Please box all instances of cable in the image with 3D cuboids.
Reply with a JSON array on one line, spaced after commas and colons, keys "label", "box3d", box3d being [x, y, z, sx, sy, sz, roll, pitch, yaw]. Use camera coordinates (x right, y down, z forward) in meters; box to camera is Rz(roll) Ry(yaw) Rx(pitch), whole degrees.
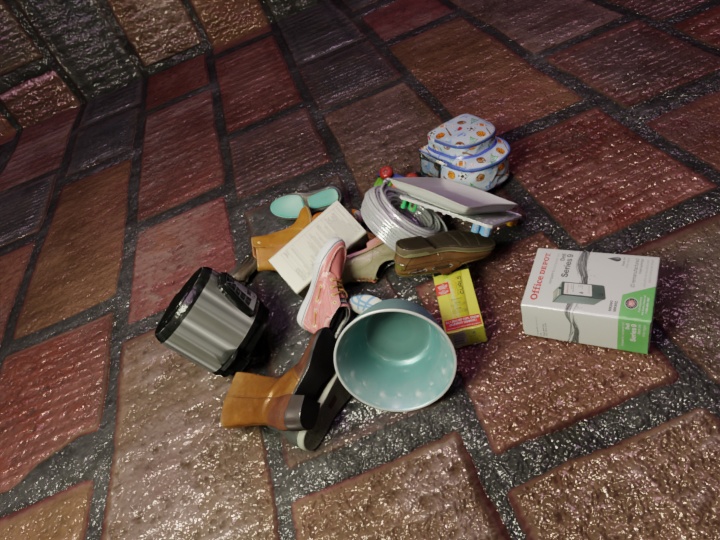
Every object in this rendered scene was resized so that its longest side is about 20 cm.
[{"label": "cable", "box3d": [0.091, -0.103, 1.136, 0.200, 0.069, 0.200, 40, 29, 9]}]

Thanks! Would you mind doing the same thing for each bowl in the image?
[{"label": "bowl", "box3d": [0.060, 0.128, 0.921, 0.200, 0.201, 0.105, -12, 24, 12]}]

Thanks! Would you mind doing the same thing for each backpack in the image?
[{"label": "backpack", "box3d": [0.252, -0.265, 1.262, 0.200, 0.154, 0.190, -36, 54, -18]}]

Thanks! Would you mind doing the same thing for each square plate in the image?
[{"label": "square plate", "box3d": [0.188, -0.152, 1.106, 0.200, 0.029, 0.198, 28, 25, 37]}]

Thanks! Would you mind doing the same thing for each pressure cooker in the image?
[{"label": "pressure cooker", "box3d": [-0.276, 0.109, 1.070, 0.178, 0.200, 0.176, -25, 34, 54]}]

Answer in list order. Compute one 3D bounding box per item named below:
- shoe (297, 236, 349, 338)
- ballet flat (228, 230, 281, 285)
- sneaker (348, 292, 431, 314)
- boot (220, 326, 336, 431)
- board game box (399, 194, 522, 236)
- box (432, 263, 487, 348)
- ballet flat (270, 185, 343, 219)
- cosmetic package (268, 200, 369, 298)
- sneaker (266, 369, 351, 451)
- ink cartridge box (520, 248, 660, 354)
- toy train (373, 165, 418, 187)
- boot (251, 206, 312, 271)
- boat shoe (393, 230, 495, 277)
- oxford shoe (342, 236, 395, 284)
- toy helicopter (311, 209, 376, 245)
[{"label": "shoe", "box3d": [-0.053, 0.039, 1.081, 0.091, 0.071, 0.201, 25, 97, 35]}, {"label": "ballet flat", "box3d": [-0.247, -0.027, 1.310, 0.067, 0.046, 0.200, -21, 23, 53]}, {"label": "sneaker", "box3d": [0.047, 0.090, 1.041, 0.200, 0.072, 0.073, 14, 79, 42]}, {"label": "boot", "box3d": [-0.142, 0.190, 0.950, 0.199, 0.068, 0.189, -9, 58, 37]}, {"label": "board game box", "box3d": [0.208, -0.122, 1.115, 0.200, 0.026, 0.200, 23, 22, 27]}, {"label": "box", "box3d": [0.182, 0.052, 1.029, 0.075, 0.050, 0.200, -13, 43, 10]}, {"label": "ballet flat", "box3d": [-0.132, -0.173, 1.394, 0.199, 0.073, 0.073, -10, 43, 19]}, {"label": "cosmetic package", "box3d": [-0.088, -0.044, 1.176, 0.200, 0.071, 0.105, -40, 77, -3]}, {"label": "sneaker", "box3d": [-0.082, 0.210, 0.964, 0.106, 0.075, 0.200, 15, 55, 35]}, {"label": "ink cartridge box", "box3d": [0.389, 0.046, 0.920, 0.199, 0.084, 0.146, 6, 49, 29]}, {"label": "toy train", "box3d": [0.112, -0.160, 1.270, 0.200, 0.085, 0.116, 22, 74, 28]}, {"label": "boot", "box3d": [-0.186, -0.081, 1.284, 0.143, 0.071, 0.202, 0, 49, -10]}, {"label": "boat shoe", "box3d": [0.159, -0.030, 1.040, 0.199, 0.068, 0.072, -4, 31, -10]}, {"label": "oxford shoe", "box3d": [0.000, 0.000, 1.152, 0.200, 0.070, 0.075, -34, 74, 8]}, {"label": "toy helicopter", "box3d": [-0.009, -0.092, 1.263, 0.200, 0.079, 0.132, 26, 51, 28]}]
